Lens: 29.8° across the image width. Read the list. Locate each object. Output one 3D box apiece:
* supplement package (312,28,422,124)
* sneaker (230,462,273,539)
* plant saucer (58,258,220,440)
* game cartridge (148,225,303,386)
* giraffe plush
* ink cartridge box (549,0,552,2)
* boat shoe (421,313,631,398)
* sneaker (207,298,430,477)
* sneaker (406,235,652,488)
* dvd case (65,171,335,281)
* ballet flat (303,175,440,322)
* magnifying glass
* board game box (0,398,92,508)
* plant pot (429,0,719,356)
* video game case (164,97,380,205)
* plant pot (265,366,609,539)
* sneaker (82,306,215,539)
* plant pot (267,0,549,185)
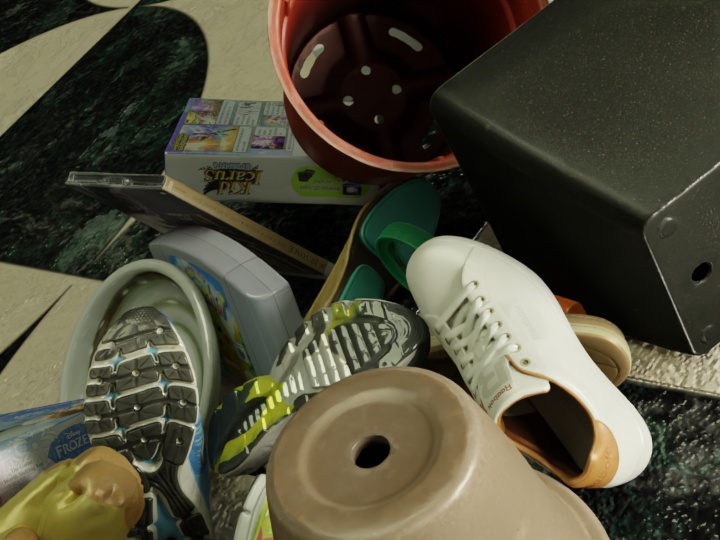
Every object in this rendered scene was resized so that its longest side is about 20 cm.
[{"bbox_3d":[0.065,-0.251,1.325,0.199,0.111,0.156,-24,32,18],"label":"supplement package"},{"bbox_3d":[-0.042,0.198,0.862,0.090,0.078,0.200,8,56,37],"label":"sneaker"},{"bbox_3d":[-0.167,0.093,1.088,0.200,0.050,0.201,-13,71,43],"label":"plant saucer"},{"bbox_3d":[-0.102,0.034,1.074,0.040,0.134,0.200,-27,26,-25],"label":"game cartridge"},{"bbox_3d":[-0.190,0.231,0.852,0.200,0.162,0.173,-37,8,-11],"label":"giraffe plush"},{"bbox_3d":[0.199,-0.230,1.135,0.083,0.144,0.200,-23,33,22],"label":"ink cartridge box"},{"bbox_3d":[0.094,0.050,0.924,0.199,0.071,0.065,-6,37,35],"label":"boat shoe"},{"bbox_3d":[-0.020,0.084,0.936,0.200,0.084,0.075,-34,54,33],"label":"sneaker"},{"bbox_3d":[0.090,0.050,0.822,0.200,0.085,0.073,46,115,25],"label":"sneaker"},{"bbox_3d":[-0.131,-0.036,1.143,0.148,0.200,0.016,6,73,47],"label":"dvd case"},{"bbox_3d":[0.000,0.000,1.093,0.063,0.069,0.200,-23,28,49],"label":"ballet flat"},{"bbox_3d":[0.084,0.009,0.990,0.022,0.080,0.200,-46,38,-18],"label":"magnifying glass"},{"bbox_3d":[-0.296,0.152,1.026,0.199,0.044,0.199,-14,8,41],"label":"board game box"},{"bbox_3d":[0.199,-0.068,0.883,0.199,0.200,0.177,-38,41,-6],"label":"plant pot"},{"bbox_3d":[-0.074,-0.109,1.210,0.180,0.046,0.200,2,20,-1],"label":"video game case"},{"bbox_3d":[0.031,0.150,0.716,0.199,0.175,0.201,-13,42,12],"label":"plant pot"},{"bbox_3d":[-0.147,0.118,0.956,0.078,0.201,0.090,-5,19,-3],"label":"sneaker"},{"bbox_3d":[0.022,-0.154,1.021,0.201,0.201,0.195,-41,0,-11],"label":"plant pot"}]
